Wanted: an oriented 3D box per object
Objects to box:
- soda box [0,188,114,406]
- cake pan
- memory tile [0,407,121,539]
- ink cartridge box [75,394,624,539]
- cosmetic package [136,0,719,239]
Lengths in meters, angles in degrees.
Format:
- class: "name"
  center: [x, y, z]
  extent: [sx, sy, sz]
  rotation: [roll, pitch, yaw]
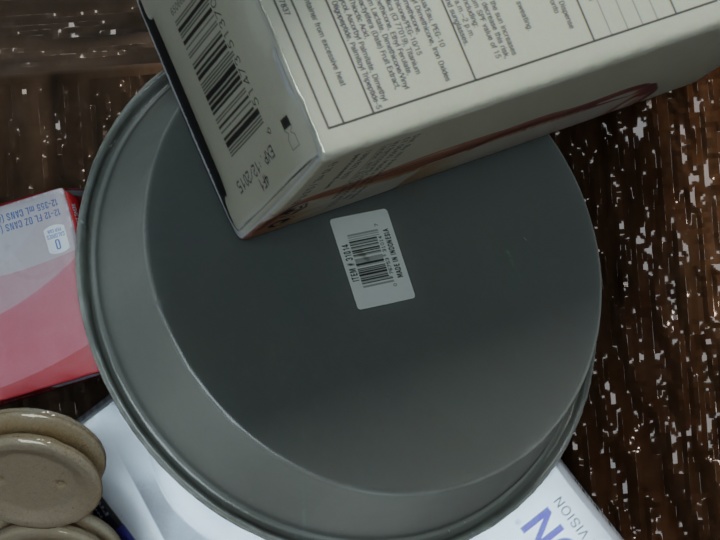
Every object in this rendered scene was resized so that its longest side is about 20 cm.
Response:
- class: "soda box"
  center: [-0.182, 0.029, 1.057]
  extent: [0.199, 0.063, 0.070]
  rotation: [-17, 89, 7]
- class: "cake pan"
  center: [0.000, 0.000, 1.030]
  extent: [0.199, 0.037, 0.202]
  rotation: [8, 69, -20]
- class: "memory tile"
  center: [-0.180, 0.098, 1.031]
  extent: [0.198, 0.154, 0.017]
  rotation: [0, 50, 7]
- class: "ink cartridge box"
  center: [-0.017, 0.112, 1.075]
  extent: [0.200, 0.041, 0.200]
  rotation: [-39, 89, 1]
- class: "cosmetic package"
  center: [0.036, -0.095, 1.008]
  extent: [0.199, 0.087, 0.104]
  rotation: [-18, 80, -27]
